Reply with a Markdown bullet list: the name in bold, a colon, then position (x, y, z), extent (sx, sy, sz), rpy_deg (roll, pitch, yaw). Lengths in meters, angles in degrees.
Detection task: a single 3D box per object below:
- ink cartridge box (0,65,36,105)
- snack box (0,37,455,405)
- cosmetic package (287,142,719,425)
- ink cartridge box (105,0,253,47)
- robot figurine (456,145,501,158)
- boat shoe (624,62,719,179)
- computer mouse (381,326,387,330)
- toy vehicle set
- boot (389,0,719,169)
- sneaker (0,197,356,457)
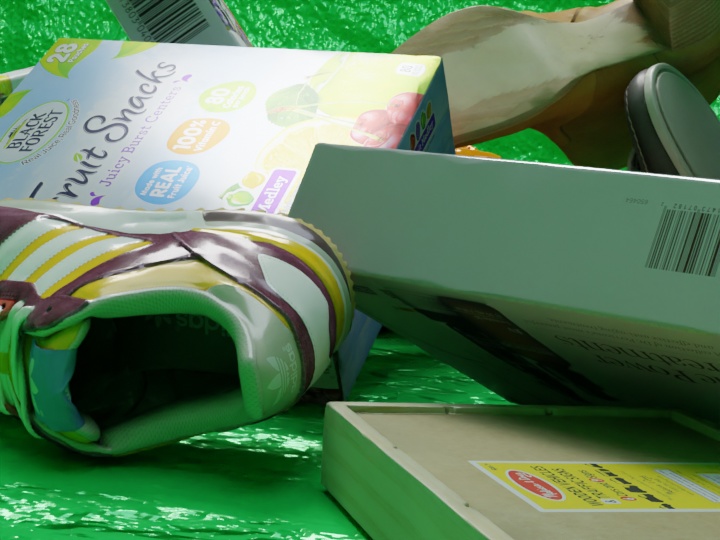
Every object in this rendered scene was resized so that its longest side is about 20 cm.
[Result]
- **ink cartridge box**: position (-0.219, -0.060, 0.938), extent (0.198, 0.085, 0.145), rpy_deg (-17, 9, -20)
- **snack box**: position (-0.076, -0.029, 0.736), extent (0.198, 0.068, 0.169), rpy_deg (4, 39, 19)
- **cosmetic package**: position (0.088, 0.016, 0.585), extent (0.199, 0.052, 0.150), rpy_deg (10, -15, 47)
- **ink cartridge box**: position (-0.076, -0.105, 0.937), extent (0.050, 0.109, 0.200), rpy_deg (-33, -6, 4)
- **robot figurine**: position (-0.001, -0.023, 0.849), extent (0.144, 0.059, 0.199), rpy_deg (25, 31, 32)
- **boat shoe**: position (0.170, -0.027, 0.853), extent (0.057, 0.067, 0.200), rpy_deg (-15, -39, 31)
- **computer mouse**: position (0.000, 0.000, 0.965), extent (0.140, 0.047, 0.199), rpy_deg (11, 9, 44)
- **toy vehicle set**: position (0.071, 0.067, 0.449), extent (0.123, 0.027, 0.200), rpy_deg (2, 6, -14)
- **boot**: position (0.100, -0.082, 0.854), extent (0.200, 0.071, 0.144), rpy_deg (-26, -27, 0)
- **sneaker**: position (-0.105, 0.020, 0.570), extent (0.198, 0.076, 0.090), rpy_deg (-5, 19, 20)
